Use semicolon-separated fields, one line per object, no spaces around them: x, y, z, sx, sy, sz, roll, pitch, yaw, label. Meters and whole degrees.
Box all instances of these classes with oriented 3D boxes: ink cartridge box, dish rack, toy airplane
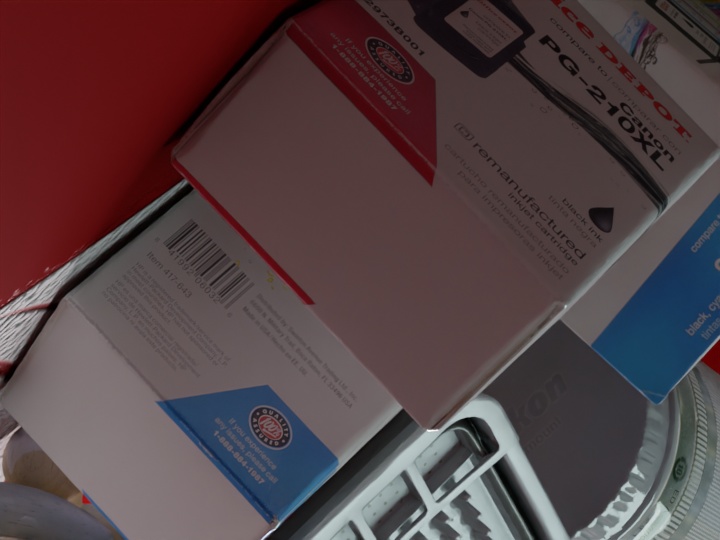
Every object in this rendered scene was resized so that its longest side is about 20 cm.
0.040;-0.046;0.994;0.084;0.145;0.200;-46;176;30;ink cartridge box
0.130;-0.072;1.208;0.145;0.200;0.147;-52;172;31;ink cartridge box
0.017;0.155;1.200;0.172;0.044;0.200;-43;136;-13;dish rack
-0.034;0.023;1.115;0.200;0.129;0.125;-41;176;-31;ink cartridge box
-0.137;0.140;1.261;0.199;0.141;0.200;-2;166;-34;toy airplane

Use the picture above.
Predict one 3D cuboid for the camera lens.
0.127;0.105;1.380;0.160;0.160;0.200;-44;148;9;camera lens
